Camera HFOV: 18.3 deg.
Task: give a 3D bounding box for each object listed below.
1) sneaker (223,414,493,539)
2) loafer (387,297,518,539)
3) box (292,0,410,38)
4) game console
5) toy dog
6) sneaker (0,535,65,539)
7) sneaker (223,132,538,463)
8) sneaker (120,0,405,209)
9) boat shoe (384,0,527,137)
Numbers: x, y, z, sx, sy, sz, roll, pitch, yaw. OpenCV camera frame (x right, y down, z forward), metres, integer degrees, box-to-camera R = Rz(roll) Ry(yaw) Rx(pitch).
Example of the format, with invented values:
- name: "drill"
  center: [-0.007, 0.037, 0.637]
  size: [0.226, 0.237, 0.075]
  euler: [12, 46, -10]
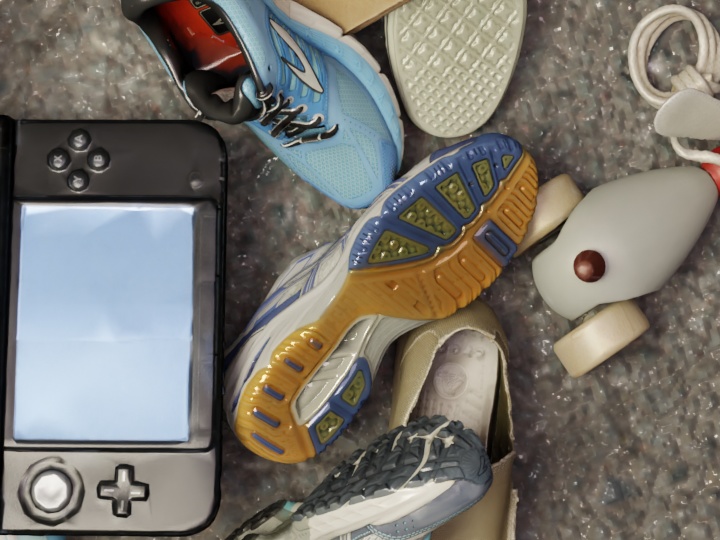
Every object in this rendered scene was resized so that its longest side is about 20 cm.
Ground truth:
- name: "sneaker"
  center: [0.003, 0.139, 1.086]
  size: [0.199, 0.078, 0.087]
  euler: [-33, 98, 41]
- name: "loafer"
  center: [0.041, 0.110, 1.124]
  size: [0.075, 0.067, 0.202]
  euler: [-1, 88, -2]
- name: "box"
  center: [-0.041, -0.212, 1.115]
  size: [0.163, 0.021, 0.201]
  euler: [-26, 89, 32]
- name: "game console"
  center: [-0.151, 0.017, 1.026]
  size: [0.170, 0.119, 0.202]
  euler: [0, 80, 3]
- name: "toy dog"
  center: [0.157, -0.035, 1.119]
  size: [0.132, 0.096, 0.201]
  euler: [37, 87, -1]
- name: "sneaker"
  center: [-0.133, 0.056, 1.116]
  size: [0.129, 0.080, 0.202]
  euler: [-6, 89, -1]
- name: "sneaker"
  center: [0.000, 0.000, 1.114]
  size: [0.200, 0.088, 0.075]
  euler: [-44, 118, 0]
- name: "sneaker"
  center: [-0.055, -0.090, 1.082]
  size: [0.078, 0.090, 0.200]
  euler: [-24, 127, 31]
- name: "boat shoe"
  center: [0.043, -0.169, 1.140]
  size: [0.074, 0.062, 0.202]
  euler: [-6, 103, -4]
